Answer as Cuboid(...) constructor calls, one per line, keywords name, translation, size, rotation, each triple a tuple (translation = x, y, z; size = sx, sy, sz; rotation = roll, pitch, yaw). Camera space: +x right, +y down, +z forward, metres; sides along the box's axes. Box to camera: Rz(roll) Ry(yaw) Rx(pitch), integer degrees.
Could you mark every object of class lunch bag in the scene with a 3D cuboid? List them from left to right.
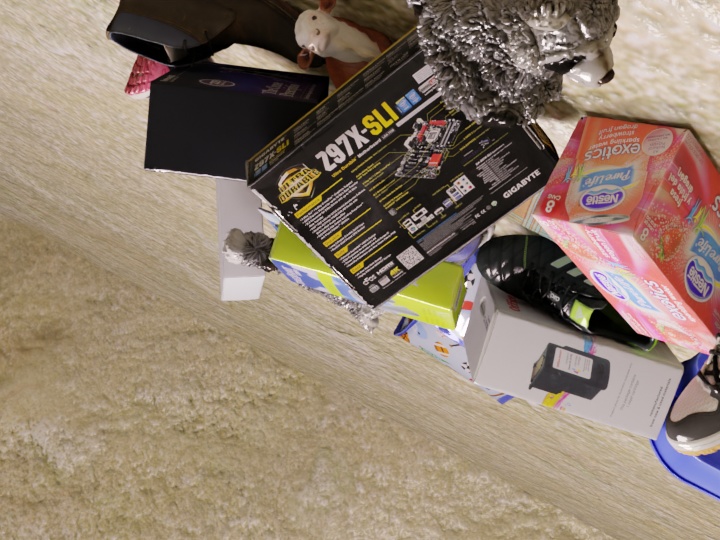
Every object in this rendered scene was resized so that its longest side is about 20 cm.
Cuboid(name="lunch bag", translation=(0.154, 0.054, 1.400), size=(0.169, 0.125, 0.200), rotation=(32, 152, -8))

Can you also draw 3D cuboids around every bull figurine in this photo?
Cuboid(name="bull figurine", translation=(0.017, -0.152, 1.007), size=(0.121, 0.065, 0.200), rotation=(34, 175, 21))

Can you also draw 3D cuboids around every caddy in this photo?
Cuboid(name="caddy", translation=(0.391, 0.164, 1.234), size=(0.198, 0.142, 0.105), rotation=(28, 163, 11))

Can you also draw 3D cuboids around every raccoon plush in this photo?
Cuboid(name="raccoon plush", translation=(-0.045, -0.003, 1.305), size=(0.197, 0.098, 0.134), rotation=(15, 153, 3))
Cuboid(name="raccoon plush", translation=(0.071, -0.172, 0.747), size=(0.198, 0.097, 0.134), rotation=(30, 159, 6))

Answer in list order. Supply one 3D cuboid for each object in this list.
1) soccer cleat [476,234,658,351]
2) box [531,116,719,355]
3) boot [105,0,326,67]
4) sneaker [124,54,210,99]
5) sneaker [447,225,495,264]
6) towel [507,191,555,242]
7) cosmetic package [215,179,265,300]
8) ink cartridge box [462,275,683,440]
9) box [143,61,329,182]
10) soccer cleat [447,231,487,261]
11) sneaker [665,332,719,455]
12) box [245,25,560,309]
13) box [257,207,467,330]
Cuboid(name="soccer cleat", translation=(0.206, 0.020, 1.194), size=(0.198, 0.068, 0.081), rotation=(21, -153, 7))
Cuboid(name="box", translation=(0.236, -0.023, 0.956), size=(0.102, 0.095, 0.200), rotation=(18, 162, 46))
Cuboid(name="boot", translation=(-0.126, -0.204, 1.066), size=(0.198, 0.098, 0.075), rotation=(28, 167, 7))
Cuboid(name="sneaker", translation=(-0.184, -0.204, 1.217), size=(0.074, 0.081, 0.200), rotation=(26, -169, -6))
Cuboid(name="sneaker", translation=(0.087, -0.032, 1.228), size=(0.075, 0.089, 0.200), rotation=(28, -179, 7))
Cuboid(name="towel", translation=(0.152, -0.070, 1.136), size=(0.198, 0.022, 0.147), rotation=(28, 167, 9))
Cuboid(name="cosmetic package", translation=(-0.138, -0.077, 1.373), size=(0.051, 0.203, 0.151), rotation=(-3, 171, -6))
Cuboid(name="ink cartridge box", translation=(0.212, 0.085, 1.252), size=(0.197, 0.084, 0.146), rotation=(17, -165, -4))
Cuboid(name="box", translation=(-0.102, -0.132, 1.067), size=(0.139, 0.080, 0.200), rotation=(4, -165, 0))
Cuboid(name="soccer cleat", translation=(0.037, -0.084, 1.091), size=(0.083, 0.065, 0.201), rotation=(15, -153, -46))
Cuboid(name="sneaker", translation=(0.295, 0.050, 0.919), size=(0.088, 0.200, 0.076), rotation=(43, -174, -22))
Cuboid(name="box", translation=(0.035, -0.081, 0.949), size=(0.160, 0.199, 0.050), rotation=(44, -160, -27))
Cuboid(name="box", translation=(0.000, 0.000, 1.147), size=(0.197, 0.048, 0.122), rotation=(16, 171, 9))
